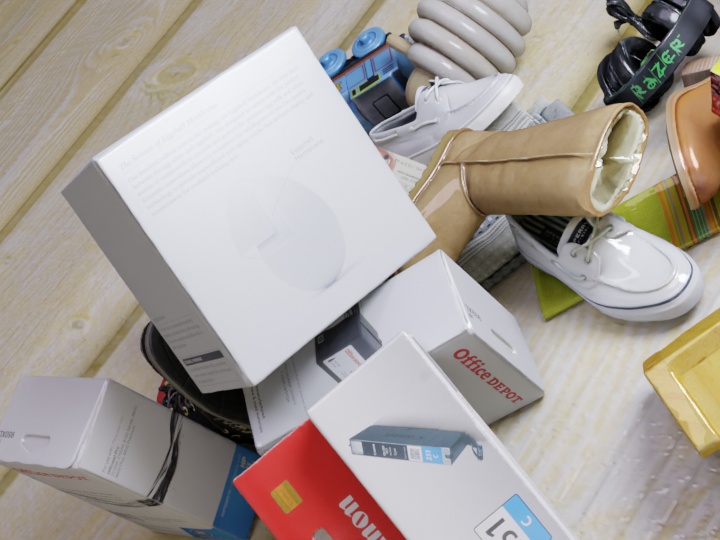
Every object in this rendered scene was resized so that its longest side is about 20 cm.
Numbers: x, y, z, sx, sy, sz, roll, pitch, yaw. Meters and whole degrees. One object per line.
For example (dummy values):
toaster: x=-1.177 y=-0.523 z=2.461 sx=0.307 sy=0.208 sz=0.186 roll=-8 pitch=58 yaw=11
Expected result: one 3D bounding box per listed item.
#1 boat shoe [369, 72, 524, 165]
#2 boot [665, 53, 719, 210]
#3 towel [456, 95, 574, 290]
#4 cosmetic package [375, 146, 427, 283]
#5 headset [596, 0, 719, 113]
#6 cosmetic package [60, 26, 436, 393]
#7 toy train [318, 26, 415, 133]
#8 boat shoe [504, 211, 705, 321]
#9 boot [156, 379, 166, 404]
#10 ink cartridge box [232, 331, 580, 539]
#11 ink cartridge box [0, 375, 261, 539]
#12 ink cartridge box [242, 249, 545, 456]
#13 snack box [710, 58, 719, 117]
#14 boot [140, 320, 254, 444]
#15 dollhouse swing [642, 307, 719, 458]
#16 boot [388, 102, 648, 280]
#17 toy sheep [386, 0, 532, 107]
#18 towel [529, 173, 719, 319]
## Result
boat shoe: x=0.082 y=-0.161 z=1.275 sx=0.072 sy=0.069 sz=0.200 roll=-51 pitch=15 yaw=-33
boot: x=0.329 y=-0.129 z=0.993 sx=0.154 sy=0.074 sz=0.201 roll=-7 pitch=38 yaw=28
towel: x=0.137 y=-0.079 z=1.195 sx=0.200 sy=0.035 sz=0.193 roll=-39 pitch=33 yaw=5
cosmetic package: x=0.000 y=0.000 z=1.130 sx=0.087 sy=0.104 sz=0.201 roll=22 pitch=68 yaw=18
headset: x=0.261 y=-0.212 z=1.142 sx=0.124 sy=0.094 sz=0.200 roll=-52 pitch=1 yaw=23
cosmetic package: x=-0.088 y=-0.044 z=0.973 sx=0.199 sy=0.201 sz=0.123 roll=-38 pitch=10 yaw=-25
toy train: x=-0.016 y=-0.200 z=1.453 sx=0.199 sy=0.087 sz=0.115 roll=-29 pitch=41 yaw=20
boat shoe: x=0.187 y=-0.015 z=1.018 sx=0.200 sy=0.067 sz=0.074 roll=20 pitch=72 yaw=51
boot: x=-0.193 y=0.040 z=1.311 sx=0.072 sy=0.144 sz=0.201 roll=-8 pitch=47 yaw=39
ink cartridge box: x=0.029 y=0.175 z=0.889 sx=0.176 sy=0.200 sz=0.045 roll=-40 pitch=-6 yaw=4
ink cartridge box: x=-0.204 y=0.169 z=1.113 sx=0.144 sy=0.200 sz=0.085 roll=-4 pitch=61 yaw=43
ink cartridge box: x=0.026 y=0.089 z=1.006 sx=0.199 sy=0.145 sz=0.084 roll=-31 pitch=52 yaw=18
snack box: x=0.385 y=-0.142 z=0.903 sx=0.200 sy=0.068 sz=0.169 roll=37 pitch=81 yaw=28
boot: x=-0.151 y=0.111 z=1.139 sx=0.153 sy=0.203 sz=0.074 roll=-12 pitch=52 yaw=44
dollhouse swing: x=0.320 y=0.079 z=0.822 sx=0.200 sy=0.176 sz=0.182 roll=-37 pitch=-8 yaw=10
boot: x=0.121 y=-0.054 z=1.017 sx=0.199 sy=0.066 sz=0.176 roll=2 pitch=67 yaw=52
toy sheep: x=0.115 y=-0.255 z=1.333 sx=0.201 sy=0.137 sz=0.138 roll=-57 pitch=32 yaw=7
towel: x=0.234 y=-0.033 z=1.056 sx=0.199 sy=0.018 sz=0.086 roll=-29 pitch=34 yaw=21
